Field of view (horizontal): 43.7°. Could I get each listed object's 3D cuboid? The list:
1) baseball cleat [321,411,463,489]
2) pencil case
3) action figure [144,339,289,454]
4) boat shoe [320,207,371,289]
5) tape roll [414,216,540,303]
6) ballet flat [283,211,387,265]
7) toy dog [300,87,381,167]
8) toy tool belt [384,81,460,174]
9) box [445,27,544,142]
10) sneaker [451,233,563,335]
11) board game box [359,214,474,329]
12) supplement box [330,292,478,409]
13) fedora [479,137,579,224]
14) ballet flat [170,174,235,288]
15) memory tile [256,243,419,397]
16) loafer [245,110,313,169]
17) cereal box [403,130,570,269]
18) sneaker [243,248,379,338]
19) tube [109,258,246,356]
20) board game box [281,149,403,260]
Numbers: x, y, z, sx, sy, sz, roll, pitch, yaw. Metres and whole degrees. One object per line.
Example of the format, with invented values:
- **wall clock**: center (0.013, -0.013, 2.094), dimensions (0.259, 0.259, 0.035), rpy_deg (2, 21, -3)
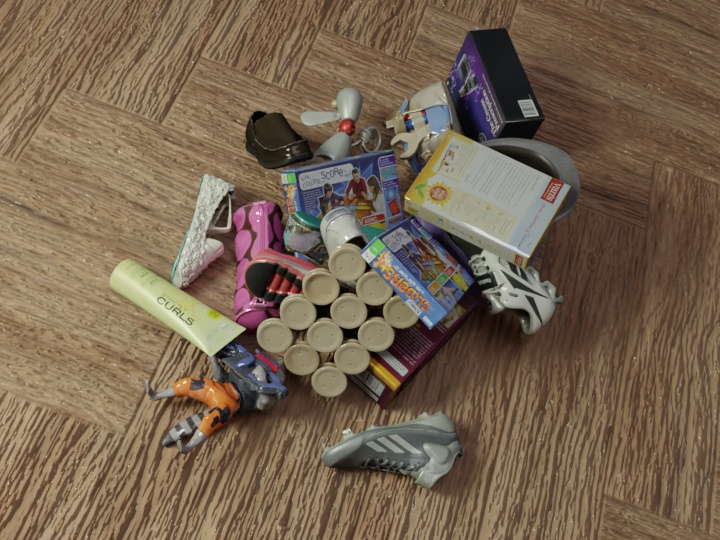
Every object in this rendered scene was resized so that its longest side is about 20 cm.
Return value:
- **baseball cleat**: center (0.050, 0.257, 1.232), dimensions (0.200, 0.070, 0.107), rpy_deg (-14, 65, -20)
- **pencil case**: center (-0.147, -0.009, 1.320), dimensions (0.091, 0.094, 0.200), rpy_deg (-7, 60, -1)
- **action figure**: center (-0.194, 0.158, 1.236), dimensions (0.193, 0.105, 0.200), rpy_deg (-18, 38, -29)
- **boat shoe**: center (0.000, 0.000, 1.250), dimensions (0.071, 0.200, 0.070), rpy_deg (-28, 50, -10)
- **tape roll**: center (0.181, -0.054, 1.436), dimensions (0.200, 0.085, 0.200), rpy_deg (6, 59, -10)
- **ballet flat**: center (-0.030, -0.037, 1.298), dimensions (0.200, 0.072, 0.072), rpy_deg (9, 55, -40)
- **toy dog**: center (-0.056, -0.195, 1.455), dimensions (0.096, 0.132, 0.200), rpy_deg (1, 46, 32)
- **toy tool belt**: center (0.102, -0.217, 1.491), dimensions (0.123, 0.125, 0.200), rpy_deg (-18, 43, 14)
- **box**: center (0.227, -0.294, 1.553), dimensions (0.079, 0.141, 0.200), rpy_deg (-8, 63, -16)
- **sneaker**: center (0.202, 0.014, 1.315), dimensions (0.200, 0.074, 0.089), rpy_deg (40, 70, -5)
- **board game box**: center (0.083, -0.004, 1.228), dimensions (0.135, 0.034, 0.200), rpy_deg (47, 20, 4)
- **supplement box**: center (0.065, 0.090, 1.322), dimensions (0.110, 0.086, 0.200), rpy_deg (41, 60, 11)
- **fedora**: center (0.227, -0.113, 1.377), dimensions (0.200, 0.090, 0.177), rpy_deg (-4, 58, -3)
- **ballet flat**: center (-0.229, -0.059, 1.341), dimensions (0.072, 0.072, 0.200), rpy_deg (14, 60, -6)
- **memory tile**: center (-0.031, 0.070, 1.209), dimensions (0.153, 0.200, 0.017), rpy_deg (40, 21, -15)
- **loafer**: center (-0.137, -0.206, 1.389), dimensions (0.073, 0.071, 0.200), rpy_deg (-19, 25, -23)
- **cereal box**: center (0.182, -0.104, 1.295), dimensions (0.200, 0.040, 0.144), rpy_deg (29, 64, 14)
- **sneaker**: center (-0.060, 0.021, 1.244), dimensions (0.200, 0.074, 0.087), rpy_deg (27, 24, -10)
- **tube**: center (-0.261, 0.050, 1.261), dimensions (0.200, 0.052, 0.058), rpy_deg (31, 81, 18)
- **board game box**: center (-0.022, -0.102, 1.368), dimensions (0.200, 0.034, 0.136), rpy_deg (-16, 103, -39)
